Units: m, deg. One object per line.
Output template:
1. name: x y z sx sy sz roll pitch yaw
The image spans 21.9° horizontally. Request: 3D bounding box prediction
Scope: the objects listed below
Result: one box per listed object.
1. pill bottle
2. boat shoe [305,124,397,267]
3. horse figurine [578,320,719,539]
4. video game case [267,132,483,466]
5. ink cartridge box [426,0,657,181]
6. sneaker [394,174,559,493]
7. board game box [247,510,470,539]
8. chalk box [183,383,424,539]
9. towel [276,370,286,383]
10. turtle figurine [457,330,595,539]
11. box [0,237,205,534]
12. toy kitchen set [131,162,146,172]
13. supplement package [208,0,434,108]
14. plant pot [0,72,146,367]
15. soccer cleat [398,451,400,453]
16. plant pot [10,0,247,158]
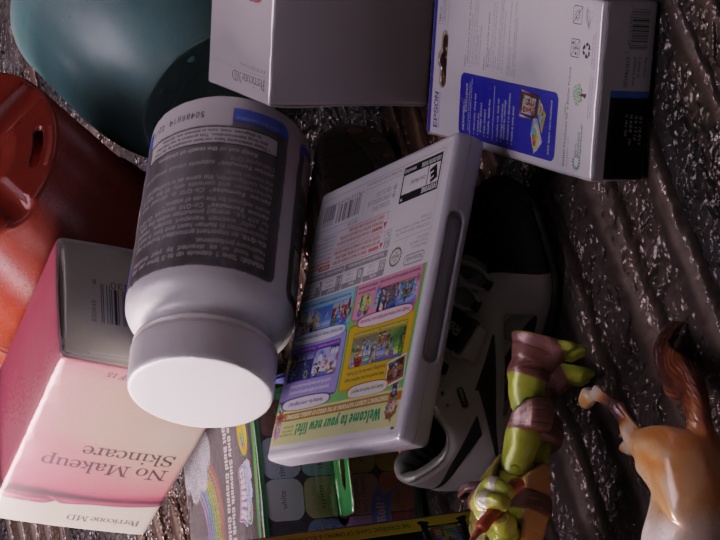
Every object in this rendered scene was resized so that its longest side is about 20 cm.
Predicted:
1. pill bottle: -0.096 -0.005 1.239 0.114 0.113 0.201 125 156 -53
2. boat shoe: 0.000 0.000 1.284 0.072 0.075 0.201 126 145 -59
3. horse figurine: 0.159 0.130 0.954 0.132 0.050 0.201 -167 76 -66
4. video game case: 0.006 0.024 1.132 0.200 0.022 0.183 -20 56 64
5. ink cartridge box: 0.100 -0.114 1.080 0.200 0.039 0.100 -154 64 -62
6. sneaker: 0.061 0.043 1.115 0.074 0.088 0.201 27 117 54
7. board game box: -0.027 0.226 1.198 0.166 0.199 0.057 116 142 -49
8. chalk box: -0.034 0.146 1.304 0.200 0.123 0.125 154 113 -63
9. towel: -0.060 0.185 1.477 0.145 0.024 0.201 147 116 -69
10. turtle figurine: 0.091 0.125 1.028 0.064 0.200 0.162 3 69 27
11. box: -0.185 0.088 1.343 0.200 0.127 0.109 121 150 -42
12. toy kitchen set: -0.210 0.033 1.544 0.164 0.180 0.200 62 167 -25
13. supplement package: -0.025 -0.217 1.252 0.121 0.119 0.201 -152 62 -62
14. plant pot: -0.250 -0.037 1.403 0.195 0.200 0.201 53 -165 -56
15. soccer cleat: 0.036 0.025 1.199 0.076 0.066 0.201 120 147 -67
16. plant pot: -0.149 -0.180 1.460 0.161 0.200 0.201 50 138 35
